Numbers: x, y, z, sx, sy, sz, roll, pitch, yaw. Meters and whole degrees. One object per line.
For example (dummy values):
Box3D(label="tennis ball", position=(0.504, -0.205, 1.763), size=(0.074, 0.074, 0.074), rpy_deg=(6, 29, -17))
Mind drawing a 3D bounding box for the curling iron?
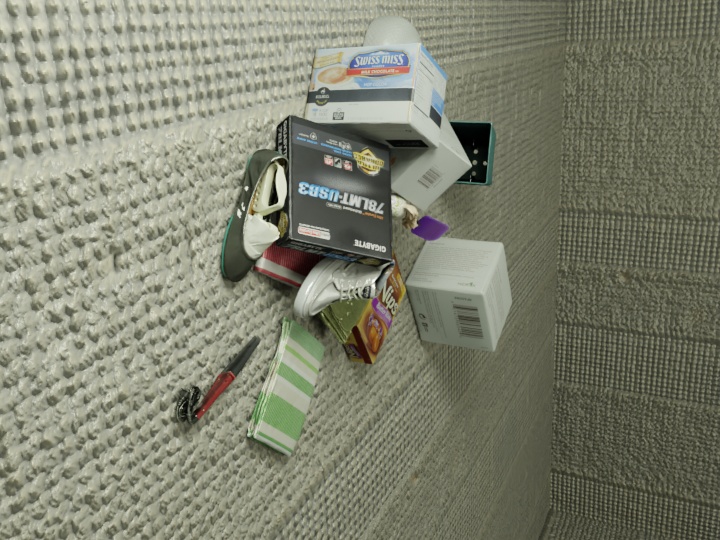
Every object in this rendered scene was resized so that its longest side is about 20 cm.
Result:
Box3D(label="curling iron", position=(-0.195, 0.149, 1.026), size=(0.200, 0.025, 0.050), rpy_deg=(-44, 137, -53))

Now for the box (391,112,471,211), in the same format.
Box3D(label="box", position=(0.103, -0.231, 1.325), size=(0.097, 0.124, 0.202), rpy_deg=(28, 31, -36))

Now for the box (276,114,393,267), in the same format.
Box3D(label="box", position=(-0.038, -0.120, 1.125), size=(0.198, 0.049, 0.202), rpy_deg=(12, 68, -35))

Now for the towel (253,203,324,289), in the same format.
Box3D(label="towel", position=(-0.098, -0.078, 1.156), size=(0.143, 0.022, 0.203), rpy_deg=(25, 73, -50))

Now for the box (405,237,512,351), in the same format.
Box3D(label="box", position=(0.237, 0.052, 1.699), size=(0.172, 0.197, 0.201), rpy_deg=(-59, 144, -37))

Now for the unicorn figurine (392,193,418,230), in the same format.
Box3D(label="unicorn figurine", position=(0.013, -0.126, 1.302), size=(0.137, 0.196, 0.075), rpy_deg=(103, -9, -82))

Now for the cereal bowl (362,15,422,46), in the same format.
Box3D(label="cereal bowl", position=(0.079, -0.398, 1.413), size=(0.199, 0.082, 0.204), rpy_deg=(-20, 112, -62))

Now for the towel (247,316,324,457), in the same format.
Box3D(label="towel", position=(-0.120, 0.197, 1.199), size=(0.153, 0.023, 0.203), rpy_deg=(51, 49, -56))

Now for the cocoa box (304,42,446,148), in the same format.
Box3D(label="cocoa box", position=(0.027, -0.286, 1.195), size=(0.133, 0.197, 0.134), rpy_deg=(20, 78, -62))

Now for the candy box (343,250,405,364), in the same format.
Box3D(label="candy box", position=(0.024, 0.069, 1.429), size=(0.202, 0.056, 0.118), rpy_deg=(-64, 147, -37))

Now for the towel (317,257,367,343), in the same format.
Box3D(label="towel", position=(-0.029, 0.015, 1.310), size=(0.149, 0.036, 0.201), rpy_deg=(60, 43, -35))

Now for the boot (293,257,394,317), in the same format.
Box3D(label="boot", position=(-0.020, 0.021, 1.164), size=(0.200, 0.095, 0.074), rpy_deg=(-48, 156, -40))

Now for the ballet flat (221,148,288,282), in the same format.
Box3D(label="ballet flat", position=(-0.147, -0.081, 1.030), size=(0.068, 0.067, 0.203), rpy_deg=(27, 71, -56))

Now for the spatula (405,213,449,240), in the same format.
Box3D(label="spatula", position=(0.080, -0.118, 1.384), size=(0.199, 0.057, 0.021), rpy_deg=(35, 40, -13))

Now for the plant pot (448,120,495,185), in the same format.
Box3D(label="plant pot", position=(0.262, -0.278, 1.761), size=(0.200, 0.139, 0.144), rpy_deg=(-5, 100, -71))
